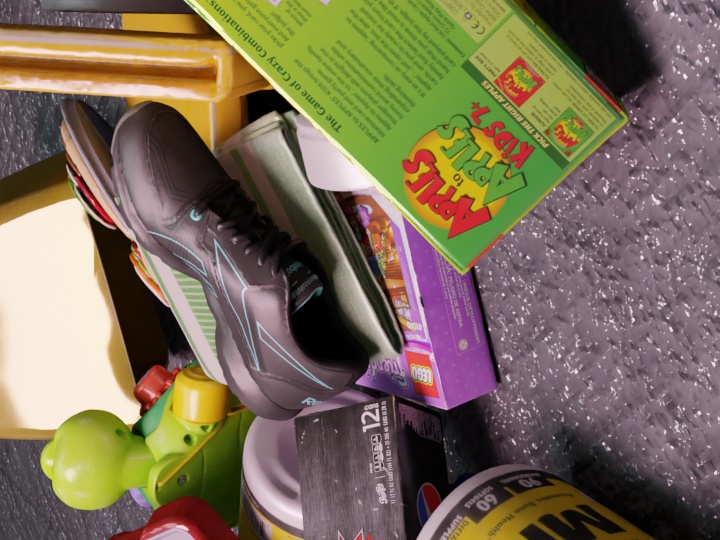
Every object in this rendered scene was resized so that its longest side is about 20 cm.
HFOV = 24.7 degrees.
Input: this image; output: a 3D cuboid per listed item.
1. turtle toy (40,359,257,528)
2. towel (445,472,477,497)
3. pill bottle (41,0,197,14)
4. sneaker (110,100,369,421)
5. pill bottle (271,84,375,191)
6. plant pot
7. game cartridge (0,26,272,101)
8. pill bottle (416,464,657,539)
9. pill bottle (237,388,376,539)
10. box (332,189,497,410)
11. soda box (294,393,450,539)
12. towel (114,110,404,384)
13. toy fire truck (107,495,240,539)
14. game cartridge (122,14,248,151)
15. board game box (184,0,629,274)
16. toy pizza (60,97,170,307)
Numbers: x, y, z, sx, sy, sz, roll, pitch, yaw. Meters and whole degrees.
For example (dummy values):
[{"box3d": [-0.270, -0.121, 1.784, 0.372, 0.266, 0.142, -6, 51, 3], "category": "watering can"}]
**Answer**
[{"box3d": [-0.122, 0.121, 1.141, 0.101, 0.200, 0.146, 23, 114, 42], "category": "turtle toy"}, {"box3d": [0.053, 0.233, 0.944, 0.200, 0.147, 0.050, 60, -167, 25], "category": "towel"}, {"box3d": [-0.134, -0.247, 0.931, 0.113, 0.113, 0.201, 15, 106, 60], "category": "pill bottle"}, {"box3d": [-0.063, -0.011, 0.916, 0.079, 0.075, 0.200, -17, 111, 43], "category": "sneaker"}, {"box3d": [0.000, -0.147, 0.793, 0.114, 0.114, 0.201, 16, 123, 59], "category": "pill bottle"}, {"box3d": [-0.266, 0.026, 1.292, 0.200, 0.176, 0.201, -98, -6, -76], "category": "plant pot"}, {"box3d": [-0.135, -0.115, 0.892, 0.200, 0.176, 0.033, -43, -44, -80], "category": "game cartridge"}, {"box3d": [0.119, 0.182, 0.801, 0.200, 0.114, 0.115, 28, 133, 53], "category": "pill bottle"}, {"box3d": [-0.027, 0.179, 1.091, 0.111, 0.111, 0.200, 51, 149, 34], "category": "pill bottle"}, {"box3d": [0.000, 0.000, 0.988, 0.200, 0.039, 0.137, 10, 116, 61], "category": "box"}, {"box3d": [0.013, 0.176, 0.918, 0.071, 0.063, 0.201, -15, 69, 27], "category": "soda box"}, {"box3d": [-0.065, -0.004, 0.990, 0.200, 0.023, 0.153, -17, 101, 53], "category": "towel"}, {"box3d": [-0.100, 0.243, 1.048, 0.168, 0.112, 0.200, -27, 108, 37], "category": "toy fire truck"}, {"box3d": [-0.116, -0.145, 1.077, 0.176, 0.032, 0.201, -154, 62, -61], "category": "game cartridge"}, {"box3d": [0.011, -0.106, 0.720, 0.200, 0.102, 0.048, 44, -165, -9], "category": "board game box"}, {"box3d": [-0.162, -0.036, 1.182, 0.201, 0.032, 0.200, 57, -177, -5], "category": "toy pizza"}]
